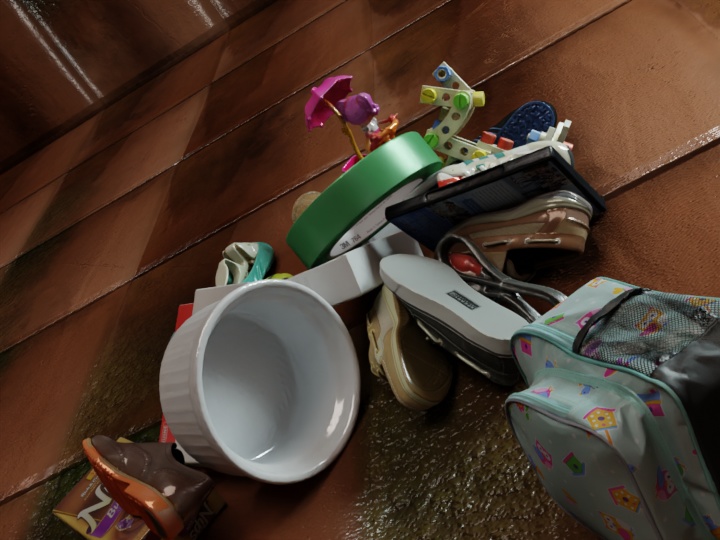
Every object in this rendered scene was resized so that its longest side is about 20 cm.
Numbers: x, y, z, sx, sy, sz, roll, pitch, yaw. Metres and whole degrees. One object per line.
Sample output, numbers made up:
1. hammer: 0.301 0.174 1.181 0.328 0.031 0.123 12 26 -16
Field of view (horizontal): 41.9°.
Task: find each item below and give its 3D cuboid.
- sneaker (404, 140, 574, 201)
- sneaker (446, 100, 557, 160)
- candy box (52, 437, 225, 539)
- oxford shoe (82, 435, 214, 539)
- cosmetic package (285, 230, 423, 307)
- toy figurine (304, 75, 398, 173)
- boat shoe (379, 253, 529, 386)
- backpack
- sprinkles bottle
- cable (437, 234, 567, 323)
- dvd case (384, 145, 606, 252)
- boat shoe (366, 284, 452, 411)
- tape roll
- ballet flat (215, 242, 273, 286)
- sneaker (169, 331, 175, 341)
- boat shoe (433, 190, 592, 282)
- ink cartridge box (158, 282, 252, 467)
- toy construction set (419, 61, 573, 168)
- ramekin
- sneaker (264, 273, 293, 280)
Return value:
1. sneaker: 0.138 -0.091 1.045 0.200 0.070 0.093 -13 1 39
2. sneaker: 0.169 -0.143 1.207 0.200 0.070 0.078 -36 -3 18
3. candy box: -0.248 0.260 1.035 0.200 0.056 0.117 3 46 53
4. oxford shoe: -0.219 0.208 0.964 0.073 0.071 0.200 -38 36 -27
5. cosmetic package: 0.000 0.000 1.083 0.083 0.051 0.200 -25 0 26
6. toy figurine: 0.004 -0.193 1.339 0.200 0.184 0.150 1 44 49
7. boat shoe: 0.084 0.047 0.933 0.071 0.064 0.200 -14 34 -32
8. backpack: 0.190 0.100 0.649 0.153 0.176 0.200 -34 22 -7
9. sprinkles bottle: -0.021 -0.071 1.297 0.068 0.068 0.200 -45 28 -18
10. cable: 0.143 0.015 0.958 0.050 0.097 0.200 -3 7 -43
11. dvd case: 0.147 -0.066 1.022 0.200 0.143 0.018 -19 59 30
12. boat shoe: 0.044 0.085 0.976 0.066 0.074 0.200 -52 19 23
13. tape roll: 0.005 -0.078 1.096 0.200 0.048 0.200 -38 -8 -6
14. ballet flat: -0.170 -0.001 1.355 0.067 0.070 0.200 -26 28 19
15. sneaker: -0.159 0.077 1.227 0.131 0.080 0.200 -30 3 -38
16. boat shoe: 0.155 -0.021 1.003 0.200 0.076 0.072 -24 53 45
17. ink cartridge box: -0.182 0.122 1.074 0.176 0.045 0.200 -9 69 41
18. toy construction set: 0.157 -0.157 1.125 0.200 0.131 0.092 26 17 23
19. ramekin: -0.105 0.114 0.955 0.098 0.200 0.201 -15 33 48
20. sneaker: -0.100 0.102 1.104 0.074 0.084 0.200 -2 60 41
